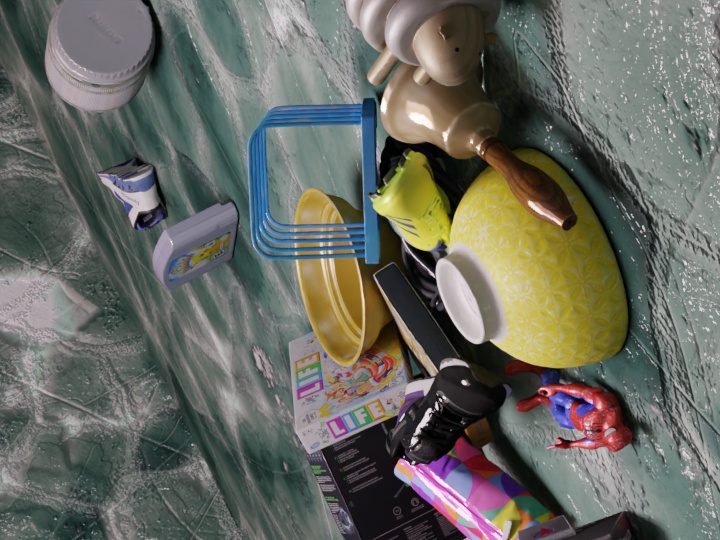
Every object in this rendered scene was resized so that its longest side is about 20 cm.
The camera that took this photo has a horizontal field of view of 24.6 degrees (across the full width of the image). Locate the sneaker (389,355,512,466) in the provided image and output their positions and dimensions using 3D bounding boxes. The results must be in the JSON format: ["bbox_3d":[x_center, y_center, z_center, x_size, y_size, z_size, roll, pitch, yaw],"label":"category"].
[{"bbox_3d":[0.085,0.148,1.609,0.076,0.088,0.200,27,159,-7],"label":"sneaker"}]

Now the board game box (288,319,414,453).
[{"bbox_3d":[-0.011,0.114,1.858,0.034,0.134,0.200,61,-172,-26],"label":"board game box"}]

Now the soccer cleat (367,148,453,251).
[{"bbox_3d":[0.056,-0.056,1.465,0.084,0.065,0.200,42,180,7],"label":"soccer cleat"}]

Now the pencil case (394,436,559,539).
[{"bbox_3d":[0.125,0.241,1.749,0.200,0.088,0.089,38,151,31],"label":"pencil case"}]

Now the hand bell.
[{"bbox_3d":[0.113,-0.095,1.355,0.200,0.104,0.104,48,157,37],"label":"hand bell"}]

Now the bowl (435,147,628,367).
[{"bbox_3d":[0.130,0.005,1.419,0.200,0.107,0.200,56,161,31],"label":"bowl"}]

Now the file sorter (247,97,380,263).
[{"bbox_3d":[-0.042,-0.090,1.625,0.200,0.122,0.139,-89,-4,-80],"label":"file sorter"}]

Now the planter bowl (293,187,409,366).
[{"bbox_3d":[0.000,0.000,1.838,0.200,0.083,0.201,168,90,-70],"label":"planter bowl"}]

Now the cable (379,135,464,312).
[{"bbox_3d":[0.081,-0.037,1.641,0.163,0.051,0.201,44,151,42],"label":"cable"}]

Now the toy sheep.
[{"bbox_3d":[0.044,-0.232,1.318,0.138,0.137,0.201,99,149,-63],"label":"toy sheep"}]

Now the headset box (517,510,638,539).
[{"bbox_3d":[0.207,0.329,1.543,0.201,0.148,0.077,66,-158,0],"label":"headset box"}]

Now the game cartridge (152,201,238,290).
[{"bbox_3d":[-0.256,-0.033,2.549,0.041,0.133,0.200,61,164,15],"label":"game cartridge"}]

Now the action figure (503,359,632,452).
[{"bbox_3d":[0.192,0.129,1.510,0.200,0.052,0.066,20,127,66],"label":"action figure"}]

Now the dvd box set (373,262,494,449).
[{"bbox_3d":[0.080,0.094,1.759,0.147,0.029,0.200,56,176,30],"label":"dvd box set"}]

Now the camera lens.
[{"bbox_3d":[-0.396,-0.337,2.510,0.160,0.159,0.200,65,164,4],"label":"camera lens"}]

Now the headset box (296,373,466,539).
[{"bbox_3d":[0.043,0.227,1.889,0.201,0.174,0.093,65,163,0],"label":"headset box"}]

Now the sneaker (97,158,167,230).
[{"bbox_3d":[-0.411,-0.133,2.994,0.199,0.080,0.116,23,133,65],"label":"sneaker"}]
